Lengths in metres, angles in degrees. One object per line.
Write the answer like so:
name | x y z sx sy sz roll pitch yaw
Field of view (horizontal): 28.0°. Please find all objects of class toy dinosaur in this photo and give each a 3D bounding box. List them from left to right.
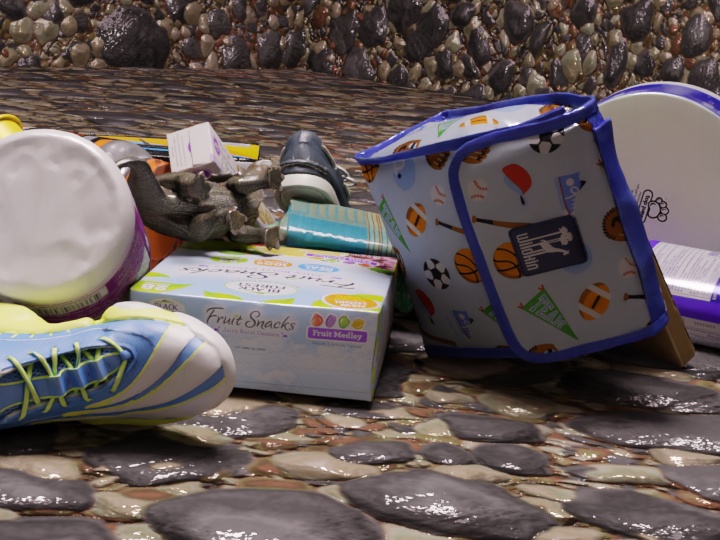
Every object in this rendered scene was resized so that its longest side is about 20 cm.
toy dinosaur | -0.122 -0.046 1.072 0.102 0.077 0.200 -6 2 40

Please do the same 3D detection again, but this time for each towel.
towel | 0.034 -0.024 1.197 0.199 0.022 0.147 11 12 0

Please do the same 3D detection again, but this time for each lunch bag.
lunch bag | 0.110 -0.030 1.008 0.124 0.171 0.200 -31 18 -35

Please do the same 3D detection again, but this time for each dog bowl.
dog bowl | 0.261 -0.063 1.278 0.199 0.201 0.079 9 15 20

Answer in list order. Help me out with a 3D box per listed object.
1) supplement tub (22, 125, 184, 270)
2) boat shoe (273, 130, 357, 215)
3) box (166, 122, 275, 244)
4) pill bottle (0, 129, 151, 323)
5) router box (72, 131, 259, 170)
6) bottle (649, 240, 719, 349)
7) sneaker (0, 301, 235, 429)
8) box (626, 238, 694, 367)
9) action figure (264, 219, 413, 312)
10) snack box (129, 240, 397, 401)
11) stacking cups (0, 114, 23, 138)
supplement tub | -0.254 -0.058 1.242 0.199 0.123 0.122 10 13 22
boat shoe | -0.043 -0.068 1.343 0.075 0.062 0.200 2 -18 12
box | -0.117 -0.064 1.272 0.039 0.042 0.200 -15 -25 8
pill bottle | -0.199 -0.015 0.973 0.112 0.113 0.200 4 -13 -3
router box | -0.204 -0.104 1.470 0.199 0.051 0.149 4 12 -4
bottle | 0.247 0.014 1.209 0.199 0.065 0.084 12 38 31
sneaker | -0.176 0.068 0.830 0.199 0.076 0.105 1 22 19
box | 0.167 -0.025 1.121 0.021 0.200 0.163 -40 32 -18
action figure | 0.000 0.000 1.231 0.118 0.055 0.200 1 11 -24
snack box | -0.062 0.030 1.032 0.168 0.068 0.200 5 13 3
stacking cups | -0.232 -0.037 1.137 0.200 0.061 0.060 45 27 18
